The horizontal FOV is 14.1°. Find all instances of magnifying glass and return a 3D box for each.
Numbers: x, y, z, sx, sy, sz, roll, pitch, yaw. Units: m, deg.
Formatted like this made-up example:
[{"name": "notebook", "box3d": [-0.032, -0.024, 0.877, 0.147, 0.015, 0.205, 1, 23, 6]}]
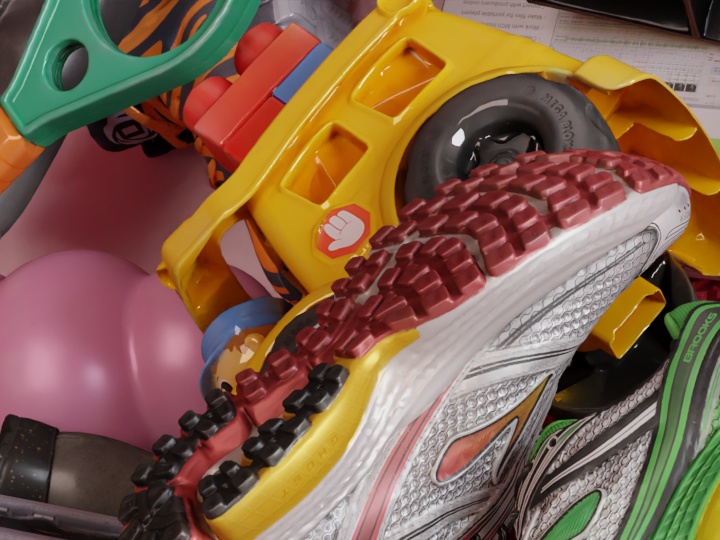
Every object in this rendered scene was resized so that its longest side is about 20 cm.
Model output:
[{"name": "magnifying glass", "box3d": [-0.110, -0.068, 1.060, 0.200, 0.022, 0.080, -46, 60, 16]}]

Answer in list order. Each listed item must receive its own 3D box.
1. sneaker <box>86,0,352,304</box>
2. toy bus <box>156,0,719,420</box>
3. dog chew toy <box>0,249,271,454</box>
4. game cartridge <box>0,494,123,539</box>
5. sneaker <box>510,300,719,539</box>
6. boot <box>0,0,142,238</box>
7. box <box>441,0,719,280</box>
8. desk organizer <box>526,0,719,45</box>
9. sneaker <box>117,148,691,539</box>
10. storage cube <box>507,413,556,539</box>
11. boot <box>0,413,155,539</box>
[{"name": "sneaker", "box3d": [-0.055, -0.055, 1.150, 0.112, 0.078, 0.200, -26, 49, 23]}, {"name": "toy bus", "box3d": [0.000, 0.000, 0.998, 0.192, 0.136, 0.200, 32, 77, 34]}, {"name": "dog chew toy", "box3d": [-0.116, 0.048, 1.109, 0.199, 0.125, 0.125, -12, 64, 16]}, {"name": "game cartridge", "box3d": [-0.109, 0.148, 1.015, 0.042, 0.199, 0.134, -101, 26, -64]}, {"name": "sneaker", "box3d": [0.068, 0.095, 0.812, 0.200, 0.078, 0.085, -48, 47, -10]}, {"name": "boot", "box3d": [-0.099, -0.101, 1.109, 0.200, 0.073, 0.182, -54, 31, -14]}, {"name": "box", "box3d": [0.100, -0.098, 1.096, 0.144, 0.036, 0.201, 7, 72, 31]}, {"name": "desk organizer", "box3d": [0.155, -0.120, 1.017, 0.199, 0.072, 0.077, 14, 78, 16]}, {"name": "sneaker", "box3d": [0.022, 0.038, 0.863, 0.200, 0.082, 0.078, -42, 25, -10]}, {"name": "storage cube", "box3d": [0.076, 0.175, 0.911, 0.200, 0.171, 0.180, -49, 55, 2]}, {"name": "boot", "box3d": [-0.083, 0.150, 1.063, 0.130, 0.068, 0.201, 11, 116, -4]}]
